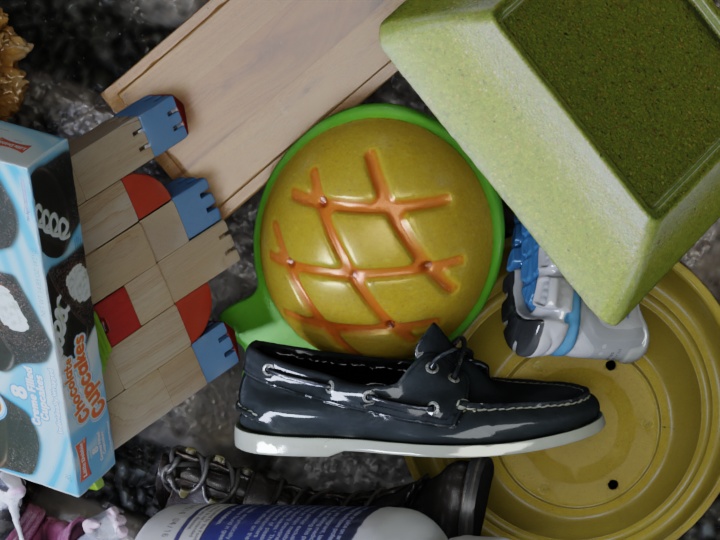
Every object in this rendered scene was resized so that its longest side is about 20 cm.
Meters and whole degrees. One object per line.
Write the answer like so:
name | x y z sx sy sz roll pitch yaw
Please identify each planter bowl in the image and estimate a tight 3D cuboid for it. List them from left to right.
planter bowl | 0.118 0.079 1.647 0.199 0.083 0.201 0 97 2

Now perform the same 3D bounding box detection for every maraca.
maraca | 0.000 0.000 1.633 0.137 0.107 0.200 32 117 6

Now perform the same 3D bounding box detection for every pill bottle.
pill bottle | -0.015 0.176 1.528 0.199 0.111 0.112 -2 98 28

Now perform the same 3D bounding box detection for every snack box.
snack box | -0.192 0.013 1.529 0.116 0.037 0.201 16 128 30

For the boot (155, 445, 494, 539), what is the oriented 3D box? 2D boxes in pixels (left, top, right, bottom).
boot | -0.028 0.135 1.618 0.173 0.200 0.069 19 59 -6

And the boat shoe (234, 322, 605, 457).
boat shoe | 0.029 0.060 1.576 0.198 0.074 0.066 0 100 16

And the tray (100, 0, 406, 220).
tray | -0.037 -0.126 1.650 0.200 0.037 0.099 -40 95 5

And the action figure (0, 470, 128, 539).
action figure | -0.176 0.187 1.601 0.133 0.149 0.201 -9 81 3

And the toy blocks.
toy blocks | -0.129 -0.002 1.607 0.137 0.100 0.201 -34 113 -33

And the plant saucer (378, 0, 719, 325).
plant saucer | 0.135 -0.105 1.578 0.200 0.048 0.200 51 51 -4

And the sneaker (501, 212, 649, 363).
sneaker | 0.128 -0.036 1.618 0.086 0.075 0.201 15 64 -20

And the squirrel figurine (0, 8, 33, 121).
squirrel figurine | -0.279 -0.110 1.590 0.199 0.141 0.188 6 87 -15
